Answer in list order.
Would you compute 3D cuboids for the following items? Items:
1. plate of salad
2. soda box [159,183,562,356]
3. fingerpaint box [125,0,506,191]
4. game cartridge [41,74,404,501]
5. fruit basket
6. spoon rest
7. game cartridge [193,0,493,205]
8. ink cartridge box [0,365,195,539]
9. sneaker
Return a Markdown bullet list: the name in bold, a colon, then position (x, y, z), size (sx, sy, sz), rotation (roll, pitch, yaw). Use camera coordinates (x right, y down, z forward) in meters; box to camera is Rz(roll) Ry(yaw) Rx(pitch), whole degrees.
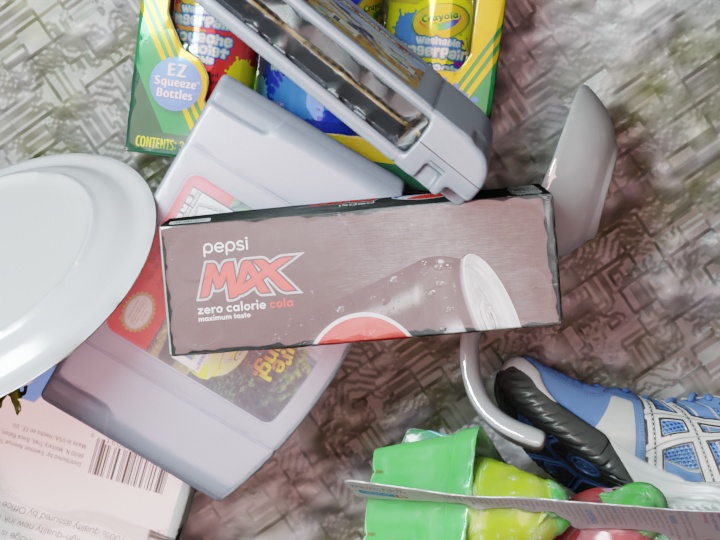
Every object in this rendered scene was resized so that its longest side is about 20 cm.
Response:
- **plate of salad**: position (-0.194, 0.012, 1.023), size (0.199, 0.201, 0.048), rotation (-24, 127, 5)
- **soda box**: position (0.000, 0.000, 0.991), size (0.198, 0.063, 0.071), rotation (-5, 95, 0)
- **fingerpaint box**: position (-0.021, -0.138, 1.076), size (0.198, 0.073, 0.168), rotation (8, 98, 0)
- **game cartridge**: position (-0.066, 0.015, 1.040), size (0.133, 0.041, 0.201), rotation (29, 94, -7)
- **fruit basket**: position (0.107, 0.137, 1.048), size (0.198, 0.185, 0.094), rotation (-4, 69, 14)
- **spoon rest**: position (0.096, -0.006, 1.063), size (0.060, 0.099, 0.201), rotation (13, 81, 6)
- **game cartridge**: position (-0.015, -0.114, 0.974), size (0.200, 0.133, 0.042), rotation (38, 107, -4)
- **ink cartridge box**: position (-0.170, 0.127, 1.110), size (0.145, 0.084, 0.201), rotation (17, 97, -1)
- **sneaker**: position (0.168, 0.101, 1.113), size (0.199, 0.076, 0.077), rotation (31, 72, 0)
